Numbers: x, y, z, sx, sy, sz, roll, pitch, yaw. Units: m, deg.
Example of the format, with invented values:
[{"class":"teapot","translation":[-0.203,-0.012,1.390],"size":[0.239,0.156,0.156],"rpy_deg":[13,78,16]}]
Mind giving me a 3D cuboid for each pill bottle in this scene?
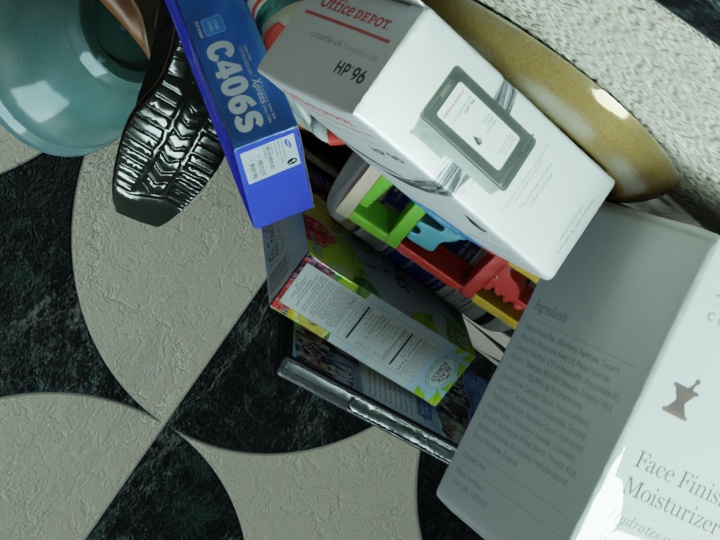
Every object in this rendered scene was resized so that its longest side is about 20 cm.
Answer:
[{"class":"pill bottle","translation":[0.085,-0.030,1.165],"size":[0.199,0.116,0.116],"rpy_deg":[36,177,-9]}]

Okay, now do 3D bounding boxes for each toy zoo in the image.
[{"class":"toy zoo","translation":[0.093,-0.019,1.058],"size":[0.199,0.021,0.131],"rpy_deg":[33,147,-6]}]

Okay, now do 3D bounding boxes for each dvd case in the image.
[{"class":"dvd case","translation":[0.031,0.081,1.172],"size":[0.199,0.018,0.143],"rpy_deg":[29,-161,-12]}]

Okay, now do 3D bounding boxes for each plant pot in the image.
[{"class":"plant pot","translation":[0.090,-0.095,0.951],"size":[0.199,0.028,0.200],"rpy_deg":[36,177,2]},{"class":"plant pot","translation":[-0.247,-0.217,1.573],"size":[0.200,0.202,0.134],"rpy_deg":[37,149,-32]}]

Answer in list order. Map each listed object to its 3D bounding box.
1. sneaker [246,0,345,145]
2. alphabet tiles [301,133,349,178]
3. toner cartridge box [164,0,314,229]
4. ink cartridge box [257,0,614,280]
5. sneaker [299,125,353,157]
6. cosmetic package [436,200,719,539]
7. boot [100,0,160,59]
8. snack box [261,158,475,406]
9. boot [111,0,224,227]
[{"class":"sneaker","translation":[-0.023,-0.112,1.103],"size":[0.200,0.070,0.094],"rpy_deg":[65,-175,-68]},{"class":"alphabet tiles","translation":[-0.026,-0.092,1.328],"size":[0.166,0.006,0.200],"rpy_deg":[35,-172,-6]},{"class":"toner cartridge box","translation":[-0.085,-0.135,1.055],"size":[0.095,0.043,0.201],"rpy_deg":[84,165,-62]},{"class":"ink cartridge box","translation":[0.026,-0.087,0.879],"size":[0.200,0.068,0.116],"rpy_deg":[38,176,-33]},{"class":"sneaker","translation":[0.007,-0.115,1.260],"size":[0.111,0.078,0.200],"rpy_deg":[30,-174,22]},{"class":"cosmetic package","translation":[0.176,0.089,0.936],"size":[0.164,0.201,0.165],"rpy_deg":[25,-178,-21]},{"class":"boot","translation":[-0.219,-0.263,1.453],"size":[0.154,0.074,0.200],"rpy_deg":[33,164,30]},{"class":"snack box","translation":[0.000,0.000,1.203],"size":[0.142,0.053,0.200],"rpy_deg":[33,-162,-19]},{"class":"boot","translation":[-0.140,-0.141,1.288],"size":[0.077,0.201,0.138],"rpy_deg":[24,-174,-23]}]
